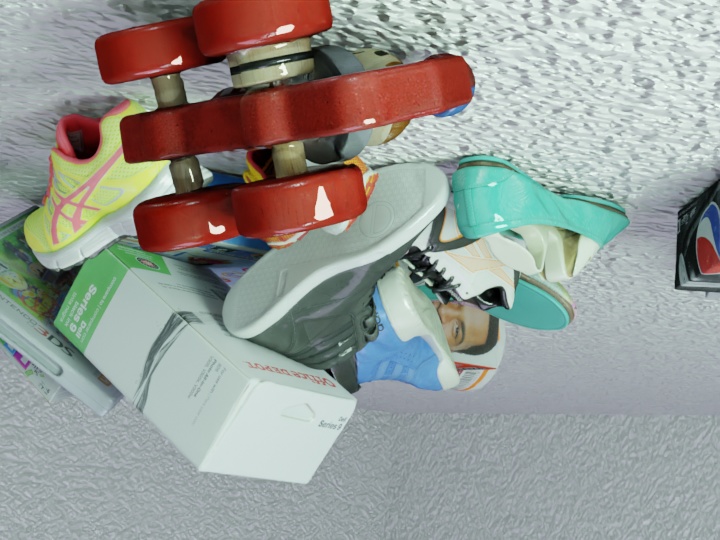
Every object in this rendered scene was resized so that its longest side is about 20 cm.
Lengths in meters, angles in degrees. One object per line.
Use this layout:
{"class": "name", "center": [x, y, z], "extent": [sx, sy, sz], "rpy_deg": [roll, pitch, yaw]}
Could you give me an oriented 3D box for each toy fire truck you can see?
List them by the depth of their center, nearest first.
{"class": "toy fire truck", "center": [-0.029, -0.086, 0.709], "extent": [0.198, 0.114, 0.167], "rpy_deg": [-4, -169, 45]}

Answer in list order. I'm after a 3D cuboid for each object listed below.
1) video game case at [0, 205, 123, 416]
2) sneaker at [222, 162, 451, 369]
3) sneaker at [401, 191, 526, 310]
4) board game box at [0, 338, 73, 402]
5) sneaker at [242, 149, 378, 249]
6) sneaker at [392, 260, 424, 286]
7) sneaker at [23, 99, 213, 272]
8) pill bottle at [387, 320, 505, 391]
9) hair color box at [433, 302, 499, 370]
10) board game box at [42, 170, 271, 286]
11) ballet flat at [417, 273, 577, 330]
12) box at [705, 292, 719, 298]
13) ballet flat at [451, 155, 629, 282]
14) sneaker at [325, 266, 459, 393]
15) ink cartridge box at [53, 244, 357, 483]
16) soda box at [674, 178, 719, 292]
{"class": "video game case", "center": [-0.249, 0.027, 1.166], "extent": [0.181, 0.022, 0.200], "rpy_deg": [38, -161, -1]}
{"class": "sneaker", "center": [0.000, 0.000, 1.026], "extent": [0.199, 0.071, 0.099], "rpy_deg": [-36, 138, 16]}
{"class": "sneaker", "center": [0.066, -0.017, 1.097], "extent": [0.198, 0.081, 0.073], "rpy_deg": [15, 168, -40]}
{"class": "board game box", "center": [-0.248, 0.044, 1.217], "extent": [0.134, 0.034, 0.199], "rpy_deg": [44, -160, 16]}
{"class": "sneaker", "center": [-0.049, -0.065, 0.957], "extent": [0.077, 0.074, 0.200], "rpy_deg": [36, 164, -13]}
{"class": "sneaker", "center": [-0.027, -0.008, 1.206], "extent": [0.198, 0.080, 0.079], "rpy_deg": [-16, 166, 33]}
{"class": "sneaker", "center": [-0.182, -0.065, 0.942], "extent": [0.199, 0.078, 0.091], "rpy_deg": [-20, 113, 47]}
{"class": "pill bottle", "center": [0.049, 0.064, 1.482], "extent": [0.198, 0.116, 0.114], "rpy_deg": [11, 169, -35]}
{"class": "hair color box", "center": [0.047, 0.038, 1.370], "extent": [0.198, 0.103, 0.061], "rpy_deg": [10, 169, -35]}
{"class": "board game box", "center": [-0.144, -0.036, 1.150], "extent": [0.198, 0.057, 0.195], "rpy_deg": [10, 169, -31]}
{"class": "ballet flat", "center": [0.104, 0.001, 1.224], "extent": [0.197, 0.071, 0.070], "rpy_deg": [9, 134, 25]}
{"class": "box", "center": [0.393, -0.002, 1.145], "extent": [0.197, 0.042, 0.156], "rpy_deg": [4, 171, 12]}
{"class": "ballet flat", "center": [0.133, -0.029, 1.018], "extent": [0.067, 0.072, 0.199], "rpy_deg": [-5, 167, 41]}
{"class": "sneaker", "center": [0.014, 0.067, 1.176], "extent": [0.110, 0.078, 0.200], "rpy_deg": [-23, 157, 8]}
{"class": "ink cartridge box", "center": [-0.121, 0.072, 1.072], "extent": [0.199, 0.085, 0.145], "rpy_deg": [38, -169, 34]}
{"class": "soda box", "center": [0.279, -0.029, 0.971], "extent": [0.070, 0.064, 0.200], "rpy_deg": [4, 170, -1]}
